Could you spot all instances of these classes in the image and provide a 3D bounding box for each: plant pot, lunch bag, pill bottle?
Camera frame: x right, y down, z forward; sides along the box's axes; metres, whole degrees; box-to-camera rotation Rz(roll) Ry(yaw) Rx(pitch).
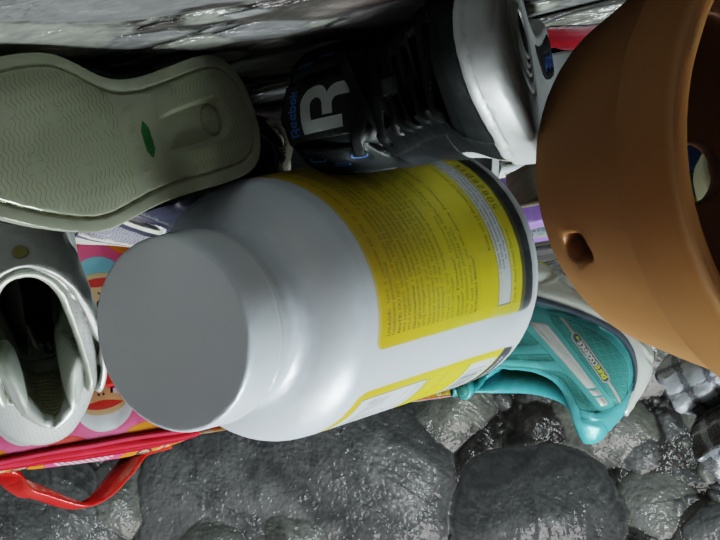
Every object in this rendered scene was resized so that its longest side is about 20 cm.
[{"bbox_3d":[0.158,-0.041,0.998,0.200,0.200,0.140,-8,-179,-28],"label":"plant pot"},{"bbox_3d":[-0.166,0.039,1.435,0.200,0.176,0.082,-7,176,-38],"label":"lunch bag"},{"bbox_3d":[-0.018,0.011,1.167,0.112,0.112,0.200,-13,-179,36],"label":"pill bottle"}]

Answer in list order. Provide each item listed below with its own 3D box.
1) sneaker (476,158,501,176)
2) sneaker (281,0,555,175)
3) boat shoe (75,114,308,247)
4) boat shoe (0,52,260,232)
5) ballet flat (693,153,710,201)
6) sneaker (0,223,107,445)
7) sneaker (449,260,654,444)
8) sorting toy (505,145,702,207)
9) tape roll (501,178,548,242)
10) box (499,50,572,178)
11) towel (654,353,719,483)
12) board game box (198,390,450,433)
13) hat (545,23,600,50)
[{"bbox_3d":[0.000,0.000,1.304,0.090,0.070,0.200,-29,150,-60],"label":"sneaker"},{"bbox_3d":[0.018,-0.068,1.093,0.112,0.073,0.200,-10,176,9],"label":"sneaker"},{"bbox_3d":[-0.055,-0.042,1.269,0.093,0.075,0.200,-7,180,40],"label":"boat shoe"},{"bbox_3d":[-0.120,-0.047,1.072,0.068,0.072,0.200,-13,178,32],"label":"boat shoe"},{"bbox_3d":[0.241,-0.062,1.228,0.200,0.069,0.069,-22,178,-9],"label":"ballet flat"},{"bbox_3d":[-0.148,0.037,1.188,0.074,0.116,0.200,-10,139,-6],"label":"sneaker"},{"bbox_3d":[0.049,0.023,1.368,0.200,0.080,0.078,23,169,14],"label":"sneaker"},{"bbox_3d":[0.197,-0.045,1.342,0.199,0.070,0.200,-11,176,-14],"label":"sorting toy"},{"bbox_3d":[0.151,-0.062,1.596,0.200,0.066,0.200,-9,176,-1],"label":"tape roll"},{"bbox_3d":[0.137,-0.086,1.383,0.156,0.041,0.200,-11,177,-2],"label":"box"},{"bbox_3d":[0.249,0.033,1.289,0.166,0.086,0.200,-34,167,24],"label":"towel"},{"bbox_3d":[-0.018,0.002,1.461,0.046,0.152,0.200,-12,177,38],"label":"board game box"},{"bbox_3d":[0.199,-0.126,1.111,0.200,0.176,0.166,-50,178,2],"label":"hat"}]
